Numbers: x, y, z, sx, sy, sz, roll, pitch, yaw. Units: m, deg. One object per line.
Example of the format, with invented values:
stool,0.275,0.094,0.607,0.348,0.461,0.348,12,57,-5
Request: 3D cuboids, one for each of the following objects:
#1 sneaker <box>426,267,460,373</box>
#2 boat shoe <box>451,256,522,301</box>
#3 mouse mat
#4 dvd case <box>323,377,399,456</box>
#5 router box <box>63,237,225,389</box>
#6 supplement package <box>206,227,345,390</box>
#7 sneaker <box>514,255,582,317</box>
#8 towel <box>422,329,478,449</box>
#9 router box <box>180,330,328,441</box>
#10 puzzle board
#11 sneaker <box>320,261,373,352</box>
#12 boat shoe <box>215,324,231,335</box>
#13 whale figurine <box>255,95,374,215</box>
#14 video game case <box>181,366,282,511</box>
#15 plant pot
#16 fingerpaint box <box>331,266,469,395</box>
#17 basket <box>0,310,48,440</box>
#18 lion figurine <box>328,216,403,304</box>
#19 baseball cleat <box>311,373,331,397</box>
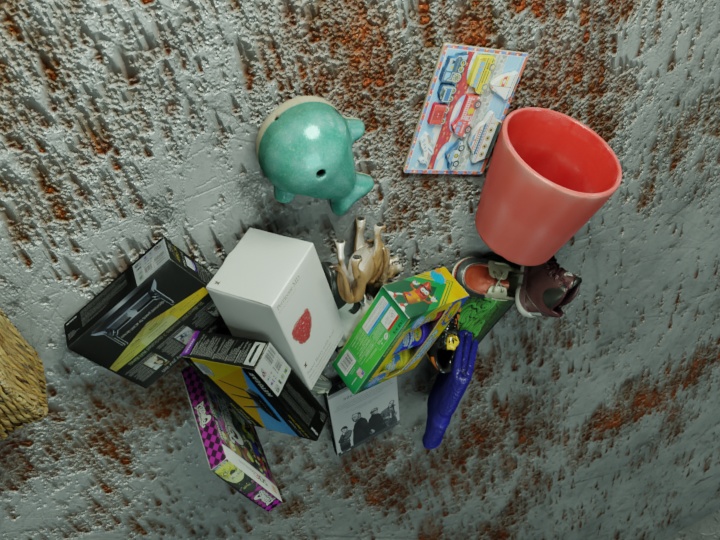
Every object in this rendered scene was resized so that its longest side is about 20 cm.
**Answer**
sneaker,0.156,0.092,1.309,0.069,0.091,0.203,-8,129,-17
boat shoe,0.243,0.020,1.296,0.197,0.062,0.073,11,91,-38
mouse mat,0.228,0.061,1.389,0.159,0.008,0.201,20,118,-40
dvd case,0.006,0.266,1.423,0.148,0.025,0.202,-24,137,-17
router box,-0.300,0.067,1.069,0.199,0.053,0.157,-39,137,7
supplement package,-0.118,0.058,1.081,0.122,0.118,0.202,-58,147,-31
sneaker,0.327,-0.016,1.245,0.075,0.115,0.205,-5,98,-37
towel,0.174,0.230,1.411,0.049,0.149,0.202,17,127,-1
router box,-0.154,0.173,1.096,0.052,0.147,0.201,-62,140,-30
puzzle board,0.154,-0.229,1.082,0.148,0.018,0.202,-3,130,-27
sneaker,-0.024,0.044,1.194,0.087,0.074,0.202,-26,145,-14
boat shoe,-0.198,0.149,1.192,0.071,0.061,0.201,-40,136,11
whale figurine,-0.049,-0.137,0.988,0.158,0.104,0.200,-39,136,7
video game case,-0.209,0.270,1.194,0.035,0.201,0.182,-32,136,0
plant pot,0.273,-0.119,1.134,0.197,0.202,0.179,-5,140,-25
fingerpaint box,0.067,0.101,1.232,0.165,0.074,0.201,-15,146,-46
basket,-0.516,0.137,0.946,0.147,0.144,0.202,-23,136,-9
lion figurine,0.000,0.000,1.114,0.200,0.071,0.125,-43,141,-52
baseball cleat,-0.096,0.161,1.254,0.068,0.109,0.200,-4,169,13
